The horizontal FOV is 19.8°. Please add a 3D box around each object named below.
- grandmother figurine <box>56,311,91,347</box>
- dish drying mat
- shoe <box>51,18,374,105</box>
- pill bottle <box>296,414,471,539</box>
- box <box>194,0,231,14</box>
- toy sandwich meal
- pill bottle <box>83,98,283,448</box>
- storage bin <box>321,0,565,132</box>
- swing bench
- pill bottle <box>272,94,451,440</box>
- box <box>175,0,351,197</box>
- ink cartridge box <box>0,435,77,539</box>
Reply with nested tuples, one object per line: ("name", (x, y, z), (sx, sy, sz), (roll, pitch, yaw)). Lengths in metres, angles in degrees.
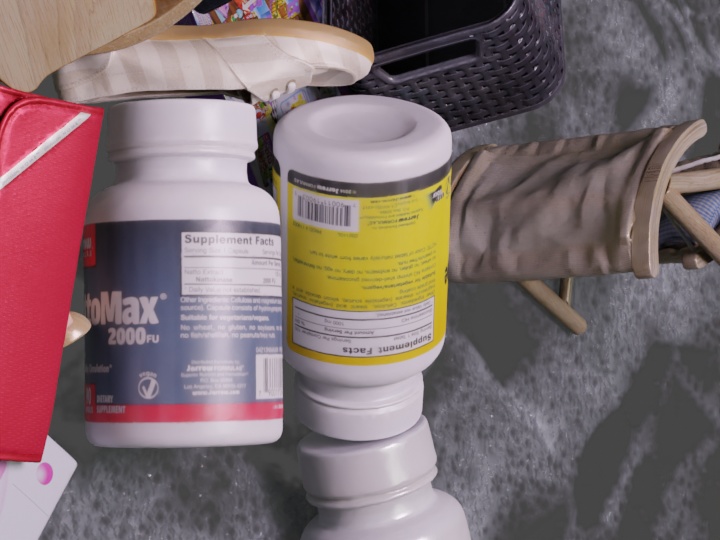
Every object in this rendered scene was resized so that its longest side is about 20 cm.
("grandmother figurine", (-0.217, -0.043, 1.150), (0.121, 0.060, 0.201), (-40, 118, -36))
("dish drying mat", (-0.188, 0.004, 1.126), (0.076, 0.018, 0.202), (10, 89, -43))
("shoe", (-0.090, -0.122, 1.247), (0.198, 0.070, 0.054), (2, 83, -12))
("pill bottle", (0.021, 0.202, 1.364), (0.114, 0.114, 0.201), (-24, 106, -46))
("box", (-0.121, -0.280, 1.247), (0.200, 0.051, 0.158), (43, 53, -27))
("toy sandwich meal", (-0.145, -0.189, 1.127), (0.204, 0.070, 0.206), (-15, 130, -19))
("pill bottle", (-0.106, 0.003, 1.228), (0.119, 0.119, 0.202), (2, 86, -48))
("storage bin", (0.054, -0.198, 1.361), (0.094, 0.134, 0.201), (52, 31, -49))
("swing bench", (0.183, -0.035, 1.496), (0.199, 0.198, 0.131), (17, 75, -47))
("pill bottle", (0.000, 0.000, 1.303), (0.112, 0.112, 0.201), (-27, 127, -46))
("box", (-0.057, -0.134, 1.350), (0.137, 0.039, 0.201), (-37, 115, -42))
("ink cartridge box", (-0.264, 0.129, 1.103), (0.200, 0.043, 0.197), (49, 55, -37))
